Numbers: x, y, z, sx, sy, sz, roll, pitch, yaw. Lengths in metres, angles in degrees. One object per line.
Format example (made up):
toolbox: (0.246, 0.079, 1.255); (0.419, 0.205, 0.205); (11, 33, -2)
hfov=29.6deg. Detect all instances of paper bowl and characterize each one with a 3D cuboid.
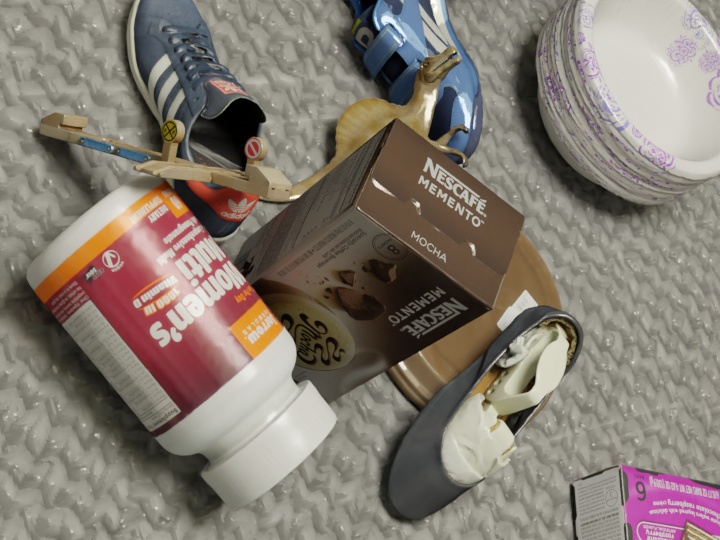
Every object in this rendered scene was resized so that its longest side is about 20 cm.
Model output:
paper bowl: (0.238, -0.155, 1.212); (0.199, 0.104, 0.203); (15, 61, -29)

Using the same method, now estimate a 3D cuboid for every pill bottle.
pill bottle: (-0.110, 0.045, 0.867); (0.201, 0.109, 0.110); (51, 50, -5)

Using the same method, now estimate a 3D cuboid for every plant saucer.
plant saucer: (0.088, 0.028, 1.071); (0.198, 0.029, 0.202); (16, 60, -30)

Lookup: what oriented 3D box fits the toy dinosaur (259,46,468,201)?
toy dinosaur: (0.014, -0.083, 1.039); (0.199, 0.058, 0.101); (-40, 76, -13)

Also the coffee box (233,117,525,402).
coffee box: (0.000, 0.000, 0.907); (0.113, 0.200, 0.080); (36, 53, -16)

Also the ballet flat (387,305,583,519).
ballet flat: (0.096, 0.099, 0.986); (0.073, 0.073, 0.200); (47, 66, -7)

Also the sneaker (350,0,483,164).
sneaker: (0.037, -0.174, 1.103); (0.081, 0.074, 0.202); (-10, 70, -32)

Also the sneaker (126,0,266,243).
sneaker: (-0.108, -0.124, 0.964); (0.074, 0.084, 0.202); (-6, 73, -37)

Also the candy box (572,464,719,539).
candy box: (0.238, 0.261, 1.048); (0.135, 0.061, 0.202); (14, 62, -31)

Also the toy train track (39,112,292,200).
toy train track: (-0.127, -0.082, 0.872); (0.114, 0.198, 0.033); (1, 103, -58)
